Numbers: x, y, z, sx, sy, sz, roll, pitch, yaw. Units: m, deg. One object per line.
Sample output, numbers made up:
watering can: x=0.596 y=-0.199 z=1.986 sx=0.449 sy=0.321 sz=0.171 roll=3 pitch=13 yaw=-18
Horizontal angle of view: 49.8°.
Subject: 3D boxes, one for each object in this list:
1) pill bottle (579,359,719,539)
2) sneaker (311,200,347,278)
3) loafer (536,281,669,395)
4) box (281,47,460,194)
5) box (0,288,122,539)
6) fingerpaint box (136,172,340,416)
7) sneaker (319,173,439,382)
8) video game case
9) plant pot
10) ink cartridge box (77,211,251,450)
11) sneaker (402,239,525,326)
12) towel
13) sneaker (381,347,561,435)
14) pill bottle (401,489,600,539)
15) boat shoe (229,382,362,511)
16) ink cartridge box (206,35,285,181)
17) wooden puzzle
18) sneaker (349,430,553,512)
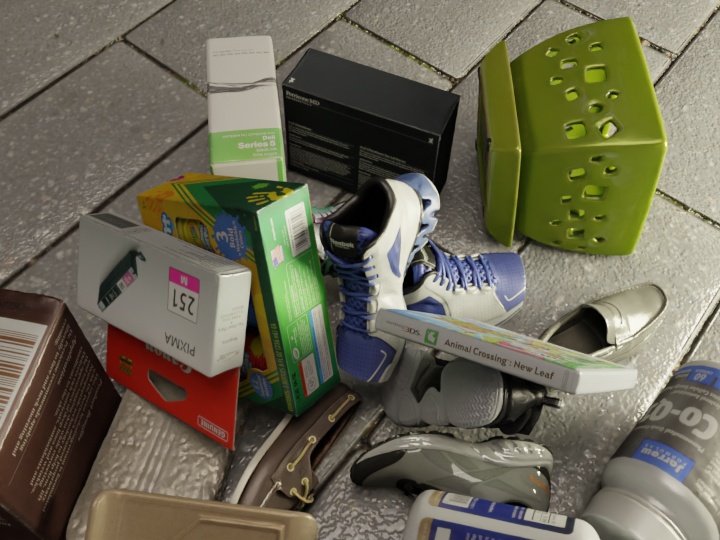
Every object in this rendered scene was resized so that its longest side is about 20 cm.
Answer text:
pill bottle: x=0.296 y=0.189 z=0.719 sx=0.113 sy=0.115 sz=0.200 roll=37 pitch=62 yaw=22
sneaker: x=-0.038 y=-0.020 z=0.844 sx=0.088 sy=0.075 sz=0.199 roll=44 pitch=36 yaw=16
loafer: x=0.256 y=0.065 z=0.828 sx=0.198 sy=0.070 sz=0.070 roll=-30 pitch=60 yaw=-20
box: x=0.010 y=-0.165 z=0.937 sx=0.197 sy=0.142 sz=0.080 roll=21 pitch=58 yaw=12
box: x=-0.339 y=0.133 z=0.694 sx=0.160 sy=0.202 sz=0.168 roll=8 pitch=55 yaw=5
fingerpaint box: x=-0.116 y=0.019 z=0.740 sx=0.164 sy=0.204 sz=0.073 roll=11 pitch=29 yaw=37
sneaker: x=0.000 y=-0.001 z=0.725 sx=0.079 sy=0.114 sz=0.204 roll=18 pitch=97 yaw=33
video game case: x=0.135 y=0.070 z=0.687 sx=0.179 sy=0.199 sz=0.023 roll=16 pitch=93 yaw=32
plant pot: x=0.228 y=-0.147 z=0.900 sx=0.177 sy=0.201 sz=0.202 roll=-2 pitch=56 yaw=5
ink cartridge box: x=-0.190 y=0.056 z=0.717 sx=0.197 sy=0.177 sz=0.043 roll=20 pitch=19 yaw=33
sneaker: x=0.085 y=0.013 z=0.824 sx=0.195 sy=0.116 sz=0.082 roll=-11 pitch=58 yaw=-6
towel: x=-0.194 y=0.199 z=0.754 sx=0.130 sy=0.035 sz=0.203 roll=12 pitch=55 yaw=6
sneaker: x=0.103 y=0.121 z=0.752 sx=0.112 sy=0.199 sz=0.077 roll=13 pitch=80 yaw=-26
pill bottle: x=0.135 y=0.258 z=0.641 sx=0.196 sy=0.117 sz=0.117 roll=6 pitch=54 yaw=20
boat shoe: x=-0.064 y=0.187 z=0.742 sx=0.059 sy=0.073 sz=0.201 roll=20 pitch=52 yaw=16
ink cartridge box: x=-0.133 y=-0.156 z=0.925 sx=0.082 sy=0.147 sz=0.203 roll=-5 pitch=56 yaw=-5
wooden puzzle: x=-0.142 y=0.292 z=0.660 sx=0.195 sy=0.037 sz=0.189 roll=7 pitch=81 yaw=0
sneaker: x=0.087 y=0.201 z=0.735 sx=0.195 sy=0.074 sz=0.081 roll=3 pitch=61 yaw=1
